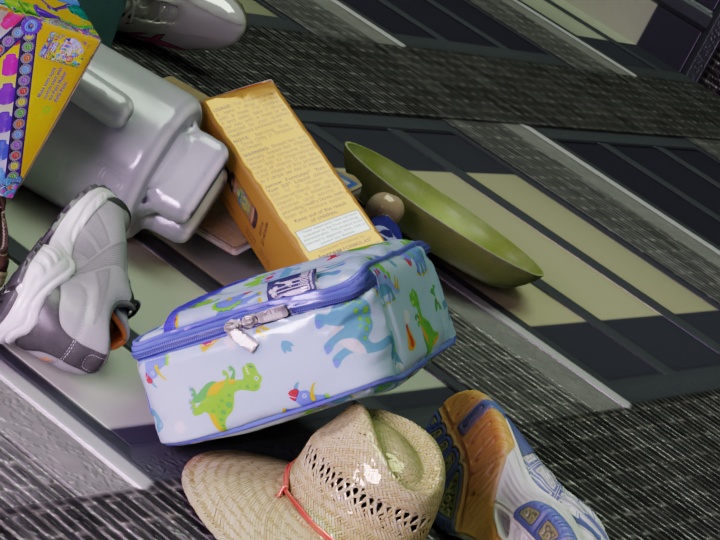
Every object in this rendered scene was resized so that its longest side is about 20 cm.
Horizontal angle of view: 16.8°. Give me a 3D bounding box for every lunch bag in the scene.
[{"bbox_3d":[-0.040,0.041,1.447,0.200,0.160,0.083,-27,99,-71],"label":"lunch bag"}]

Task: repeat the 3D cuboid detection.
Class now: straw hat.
[{"bbox_3d":[0.003,0.124,1.370,0.200,0.085,0.201,25,17,-8],"label":"straw hat"}]

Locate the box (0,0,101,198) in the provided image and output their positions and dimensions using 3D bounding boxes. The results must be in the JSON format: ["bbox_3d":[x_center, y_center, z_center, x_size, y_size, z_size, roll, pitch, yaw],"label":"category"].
[{"bbox_3d":[-0.291,-0.167,1.456,0.192,0.122,0.200,15,28,-37],"label":"box"}]

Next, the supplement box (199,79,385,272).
[{"bbox_3d":[-0.044,-0.039,1.707,0.069,0.067,0.200,-22,61,-26],"label":"supplement box"}]

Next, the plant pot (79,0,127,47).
[{"bbox_3d":[-0.271,-0.280,2.031,0.200,0.161,0.201,26,16,-8],"label":"plant pot"}]

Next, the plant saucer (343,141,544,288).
[{"bbox_3d":[0.063,-0.040,2.031,0.200,0.031,0.200,32,9,-6],"label":"plant saucer"}]

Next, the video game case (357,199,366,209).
[{"bbox_3d":[-0.087,-0.072,1.938,0.200,0.026,0.181,36,17,22],"label":"video game case"}]

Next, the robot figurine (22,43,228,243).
[{"bbox_3d":[-0.189,-0.098,1.689,0.199,0.113,0.170,30,-23,7],"label":"robot figurine"}]

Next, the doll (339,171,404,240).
[{"bbox_3d":[0.000,0.000,1.796,0.136,0.049,0.200,25,26,-19],"label":"doll"}]

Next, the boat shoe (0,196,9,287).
[{"bbox_3d":[-0.256,-0.058,1.528,0.072,0.072,0.200,19,18,-27],"label":"boat shoe"}]

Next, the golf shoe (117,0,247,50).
[{"bbox_3d":[-0.201,-0.238,2.194,0.199,0.073,0.092,17,23,-2],"label":"golf shoe"}]

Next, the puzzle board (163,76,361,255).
[{"bbox_3d":[-0.120,-0.079,1.821,0.200,0.017,0.150,31,36,27],"label":"puzzle board"}]

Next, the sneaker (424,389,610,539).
[{"bbox_3d":[0.101,0.154,1.493,0.088,0.075,0.200,30,18,-36],"label":"sneaker"}]

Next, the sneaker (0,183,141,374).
[{"bbox_3d":[-0.170,0.011,1.484,0.079,0.074,0.200,35,21,-7],"label":"sneaker"}]
